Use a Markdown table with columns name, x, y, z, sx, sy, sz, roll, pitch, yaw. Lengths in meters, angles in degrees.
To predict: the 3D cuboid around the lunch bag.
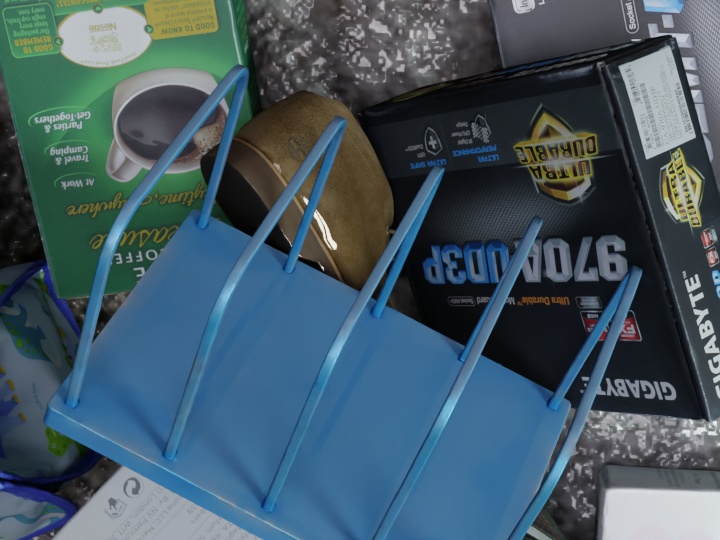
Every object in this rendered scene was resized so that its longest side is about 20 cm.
| name | x | y | z | sx | sy | sz | roll | pitch | yaw |
| --- | --- | --- | --- | --- | --- | --- | --- | --- | --- |
| lunch bag | -0.227 | 0.092 | 0.762 | 0.169 | 0.200 | 0.128 | -24 | 100 | 9 |

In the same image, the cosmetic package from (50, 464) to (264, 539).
| name | x | y | z | sx | sy | sz | roll | pitch | yaw |
| --- | --- | --- | --- | --- | --- | --- | --- | --- | --- |
| cosmetic package | -0.033 | 0.187 | 0.724 | 0.200 | 0.200 | 0.123 | 39 | 76 | 17 |

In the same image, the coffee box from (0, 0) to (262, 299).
| name | x | y | z | sx | sy | sz | roll | pitch | yaw |
| --- | --- | --- | --- | --- | --- | --- | --- | --- | --- |
| coffee box | -0.112 | -0.086 | 0.768 | 0.122 | 0.044 | 0.201 | -8 | 116 | 4 |

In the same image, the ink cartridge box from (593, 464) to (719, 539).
| name | x | y | z | sx | sy | sz | roll | pitch | yaw |
| --- | --- | --- | --- | --- | --- | --- | --- | --- | --- |
| ink cartridge box | 0.222 | 0.189 | 0.820 | 0.199 | 0.057 | 0.164 | 3 | 102 | 9 |

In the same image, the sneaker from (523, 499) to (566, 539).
| name | x | y | z | sx | sy | sz | roll | pitch | yaw |
| --- | --- | --- | --- | --- | --- | --- | --- | --- | --- |
| sneaker | 0.086 | 0.162 | 0.795 | 0.200 | 0.098 | 0.071 | 40 | 119 | 7 |

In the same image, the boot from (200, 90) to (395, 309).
| name | x | y | z | sx | sy | sz | roll | pitch | yaw |
| --- | --- | --- | --- | --- | --- | --- | --- | --- | --- |
| boot | 0.000 | 0.000 | 0.777 | 0.075 | 0.073 | 0.201 | -43 | 125 | -23 |

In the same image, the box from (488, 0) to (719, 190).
| name | x | y | z | sx | sy | sz | roll | pitch | yaw |
| --- | --- | --- | --- | --- | --- | --- | --- | --- | --- |
| box | 0.166 | -0.120 | 0.761 | 0.197 | 0.050 | 0.201 | -11 | 100 | 7 |

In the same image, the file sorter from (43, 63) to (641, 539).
| name | x | y | z | sx | sy | sz | roll | pitch | yaw |
| --- | --- | --- | --- | --- | --- | --- | --- | --- | --- |
| file sorter | -0.002 | 0.028 | 0.635 | 0.199 | 0.139 | 0.123 | 27 | 136 | 4 |

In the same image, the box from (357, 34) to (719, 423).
| name | x | y | z | sx | sy | sz | roll | pitch | yaw |
| --- | --- | --- | --- | --- | --- | --- | --- | --- | --- |
| box | 0.088 | -0.016 | 0.722 | 0.046 | 0.200 | 0.160 | -23 | 102 | -29 |
